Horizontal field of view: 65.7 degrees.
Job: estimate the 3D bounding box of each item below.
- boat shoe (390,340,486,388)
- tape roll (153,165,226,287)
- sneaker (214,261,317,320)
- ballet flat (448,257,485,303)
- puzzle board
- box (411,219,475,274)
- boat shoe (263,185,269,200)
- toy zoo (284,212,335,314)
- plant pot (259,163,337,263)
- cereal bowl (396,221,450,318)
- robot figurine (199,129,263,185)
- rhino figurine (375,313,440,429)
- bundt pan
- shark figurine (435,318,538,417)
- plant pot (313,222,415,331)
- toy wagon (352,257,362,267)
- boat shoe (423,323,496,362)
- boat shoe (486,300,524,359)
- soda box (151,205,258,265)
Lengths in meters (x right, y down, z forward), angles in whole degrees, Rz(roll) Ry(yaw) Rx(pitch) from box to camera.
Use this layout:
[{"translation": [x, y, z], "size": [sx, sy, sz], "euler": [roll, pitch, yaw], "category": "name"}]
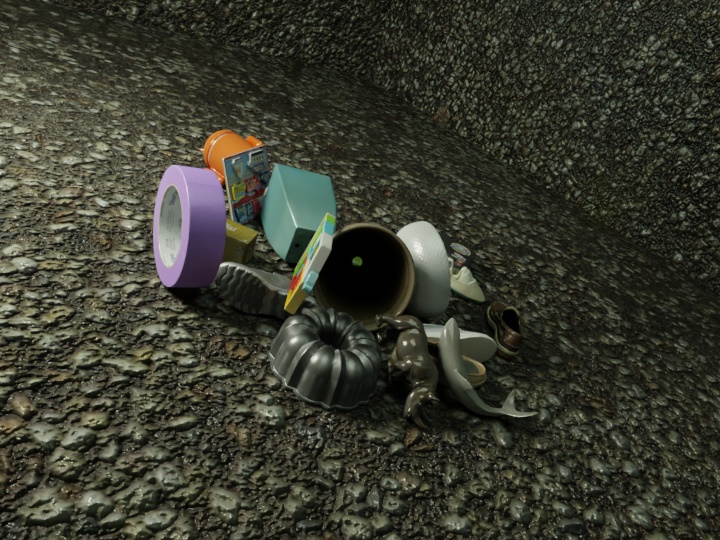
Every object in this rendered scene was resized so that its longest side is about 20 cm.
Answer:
[{"translation": [0.155, 0.168, 1.036], "size": [0.195, 0.066, 0.072], "euler": [13, 27, -19], "category": "boat shoe"}, {"translation": [-0.296, -0.073, 0.956], "size": [0.064, 0.204, 0.201], "euler": [1, 34, -35], "category": "tape roll"}, {"translation": [-0.174, 0.037, 1.015], "size": [0.197, 0.076, 0.082], "euler": [26, 17, -21], "category": "sneaker"}, {"translation": [0.230, 0.010, 1.386], "size": [0.197, 0.071, 0.069], "euler": [28, 27, 8], "category": "ballet flat"}, {"translation": [-0.252, -0.199, 1.288], "size": [0.017, 0.155, 0.200], "euler": [2, 21, 17], "category": "puzzle board"}, {"translation": [0.203, -0.055, 1.506], "size": [0.197, 0.045, 0.160], "euler": [30, 28, 11], "category": "box"}, {"translation": [-0.180, -0.183, 1.387], "size": [0.071, 0.073, 0.199], "euler": [45, 17, 25], "category": "boat shoe"}, {"translation": [-0.085, -0.011, 0.955], "size": [0.020, 0.133, 0.201], "euler": [28, 21, -11], "category": "toy zoo"}, {"translation": [-0.131, -0.111, 1.236], "size": [0.138, 0.143, 0.202], "euler": [10, 35, -24], "category": "plant pot"}, {"translation": [0.110, 0.004, 1.168], "size": [0.081, 0.204, 0.201], "euler": [-10, 37, -18], "category": "cereal bowl"}, {"translation": [-0.318, -0.280, 1.412], "size": [0.199, 0.146, 0.116], "euler": [37, 13, 26], "category": "robot figurine"}, {"translation": [0.085, 0.165, 0.940], "size": [0.085, 0.060, 0.204], "euler": [-8, 62, -10], "category": "rhino figurine"}, {"translation": [-0.050, 0.131, 0.926], "size": [0.197, 0.077, 0.203], "euler": [18, 27, -9], "category": "bundt pan"}, {"translation": [0.196, 0.205, 0.968], "size": [0.215, 0.128, 0.089], "euler": [47, -12, -2], "category": "shark figurine"}, {"translation": [0.000, 0.000, 1.111], "size": [0.196, 0.205, 0.174], "euler": [18, 9, -9], "category": "plant pot"}, {"translation": [0.005, -0.027, 1.298], "size": [0.197, 0.040, 0.155], "euler": [30, 27, 8], "category": "toy wagon"}, {"translation": [0.179, 0.141, 1.114], "size": [0.195, 0.073, 0.069], "euler": [2, 32, -20], "category": "boat shoe"}, {"translation": [0.337, 0.117, 1.266], "size": [0.073, 0.076, 0.203], "euler": [20, 27, -6], "category": "boat shoe"}, {"translation": [-0.307, -0.077, 1.109], "size": [0.196, 0.065, 0.068], "euler": [25, 26, 1], "category": "soda box"}]
